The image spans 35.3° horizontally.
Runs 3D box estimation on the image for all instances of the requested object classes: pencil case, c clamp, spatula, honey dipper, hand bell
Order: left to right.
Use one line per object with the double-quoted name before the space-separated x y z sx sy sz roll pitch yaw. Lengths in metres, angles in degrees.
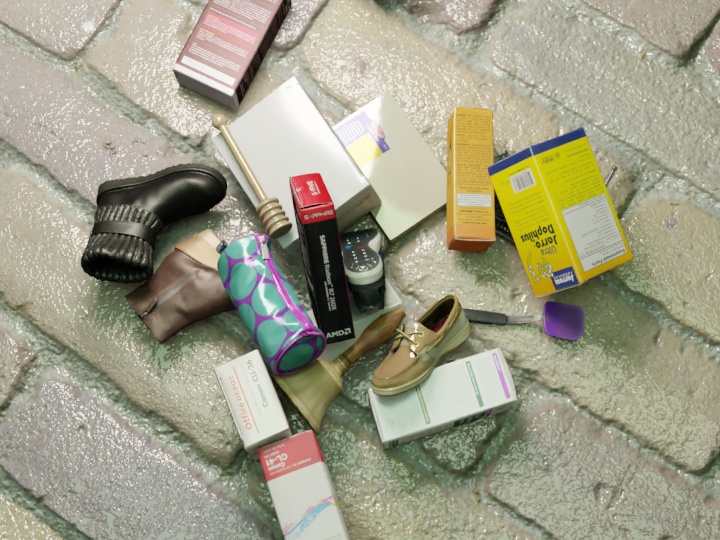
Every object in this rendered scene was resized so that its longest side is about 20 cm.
"honey dipper" -0.157 -0.137 1.584 0.038 0.038 0.202 -29 76 -7
"pencil case" -0.122 0.042 1.523 0.084 0.093 0.201 -1 47 -42
"hand bell" -0.016 0.120 1.550 0.199 0.104 0.104 -39 78 -9
"spatula" 0.228 0.070 1.643 0.196 0.021 0.057 2 62 4
"c clamp" 0.262 -0.114 1.694 0.197 0.027 0.173 23 81 5

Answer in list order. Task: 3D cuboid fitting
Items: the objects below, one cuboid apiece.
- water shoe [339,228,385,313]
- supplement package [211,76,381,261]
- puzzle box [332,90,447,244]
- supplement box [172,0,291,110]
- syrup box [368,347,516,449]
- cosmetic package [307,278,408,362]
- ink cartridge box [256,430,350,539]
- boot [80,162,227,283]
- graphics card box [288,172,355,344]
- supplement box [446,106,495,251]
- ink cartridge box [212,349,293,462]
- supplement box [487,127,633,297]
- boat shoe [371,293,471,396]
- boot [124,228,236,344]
"water shoe" 0.000 0.000 1.602 0.070 0.200 0.080 -9 109 3
"supplement package" -0.092 -0.146 1.648 0.155 0.111 0.201 -36 76 4
"puzzle box" 0.044 -0.157 1.707 0.132 0.025 0.201 -32 77 -7
"supplement box" -0.197 -0.363 1.748 0.108 0.061 0.202 25 78 7
"syrup box" 0.113 0.181 1.586 0.197 0.079 0.083 -16 76 -4
"cosmetic package" -0.035 0.085 1.610 0.197 0.083 0.051 -23 118 -5
"ink cartridge box" -0.066 0.328 1.514 0.084 0.148 0.203 -17 74 -3
"boot" -0.295 -0.064 1.632 0.207 0.080 0.159 -11 45 7
"graphics card box" -0.052 -0.017 1.527 0.050 0.126 0.203 -11 114 -7
"supplement box" 0.161 -0.134 1.653 0.067 0.067 0.204 0 77 -6
"ink cartridge box" -0.141 0.183 1.527 0.067 0.200 0.118 -23 76 -5
"supplement box" 0.281 -0.081 1.601 0.108 0.109 0.203 -20 89 -31
"boat shoe" 0.078 0.100 1.563 0.073 0.067 0.200 5 32 39
"boot" -0.224 0.053 1.631 0.166 0.073 0.200 -42 69 -12
